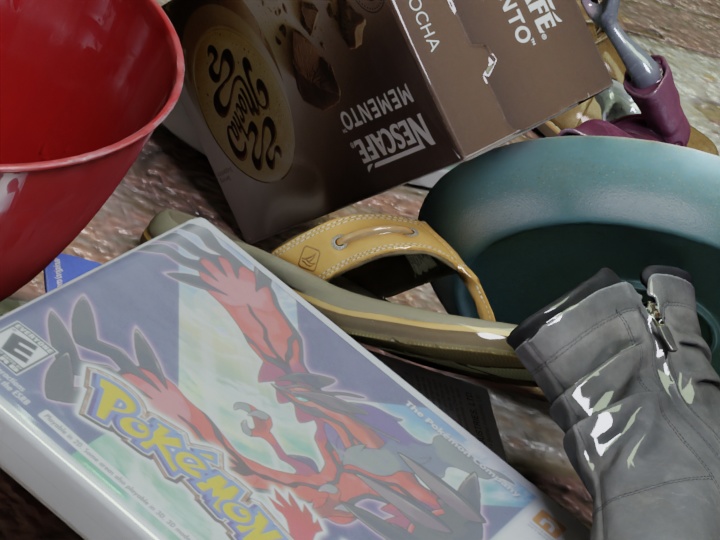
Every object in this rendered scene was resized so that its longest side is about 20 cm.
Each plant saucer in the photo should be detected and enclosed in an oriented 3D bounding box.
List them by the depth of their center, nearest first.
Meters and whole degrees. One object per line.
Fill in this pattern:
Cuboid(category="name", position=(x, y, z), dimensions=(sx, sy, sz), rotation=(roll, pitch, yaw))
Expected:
Cuboid(category="plant saucer", position=(0.117, 0.013, 1.024), dimensions=(0.199, 0.200, 0.028), rotation=(23, 59, -13))

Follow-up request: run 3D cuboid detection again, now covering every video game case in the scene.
Cuboid(category="video game case", position=(-0.029, 0.069, 0.878), dimensions=(0.200, 0.023, 0.182), rotation=(38, 28, 12))

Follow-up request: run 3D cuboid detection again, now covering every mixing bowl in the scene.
Cuboid(category="mixing bowl", position=(-0.173, -0.051, 0.911), dimensions=(0.199, 0.109, 0.201), rotation=(14, 32, -9))

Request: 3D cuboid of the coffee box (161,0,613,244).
Cuboid(category="coffee box", position=(0.001, -0.091, 1.032), dimensions=(0.080, 0.200, 0.114), rotation=(-27, 95, -28))

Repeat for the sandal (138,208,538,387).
Cuboid(category="sandal", position=(0.000, 0.000, 1.004), dimensions=(0.199, 0.054, 0.080), rotation=(20, -2, 29))

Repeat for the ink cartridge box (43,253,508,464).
Cuboid(category="ink cartridge box", position=(-0.032, 0.065, 0.946), dimensions=(0.199, 0.042, 0.120), rotation=(21, 29, -23))

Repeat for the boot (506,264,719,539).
Cuboid(category="boot", position=(0.087, 0.073, 0.898), dimensions=(0.132, 0.070, 0.200), rotation=(61, 29, 7))

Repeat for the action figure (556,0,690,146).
Cuboid(category="action figure", position=(0.130, -0.040, 1.186), dimensions=(0.148, 0.134, 0.200), rotation=(32, 30, 3))

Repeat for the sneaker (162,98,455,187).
Cuboid(category="sneaker", position=(-0.005, -0.106, 1.179), dimensions=(0.200, 0.119, 0.074), rotation=(3, 39, -41))

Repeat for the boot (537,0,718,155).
Cuboid(category="boot", position=(0.119, -0.115, 1.368), dimensions=(0.199, 0.076, 0.074), rotation=(34, 25, 5))
